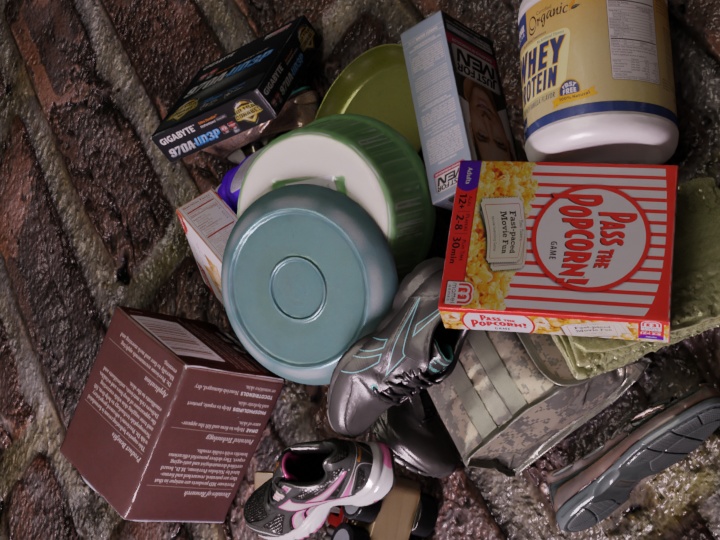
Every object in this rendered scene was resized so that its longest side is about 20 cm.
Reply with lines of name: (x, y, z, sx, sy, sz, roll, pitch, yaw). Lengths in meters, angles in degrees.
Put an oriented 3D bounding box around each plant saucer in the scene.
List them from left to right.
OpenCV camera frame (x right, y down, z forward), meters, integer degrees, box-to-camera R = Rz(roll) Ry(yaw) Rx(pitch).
plant saucer: (-0.058, 0.017, 1.148, 0.197, 0.027, 0.204, 4, 99, 24)
plant saucer: (0.017, -0.162, 1.343, 0.198, 0.031, 0.203, -20, 61, 41)

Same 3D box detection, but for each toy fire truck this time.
toy fire truck: (-0.034, 0.291, 1.254, 0.199, 0.127, 0.179, 4, 77, 62)

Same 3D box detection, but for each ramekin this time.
ramekin: (-0.030, -0.057, 1.192, 0.197, 0.097, 0.203, 4, 100, 23)

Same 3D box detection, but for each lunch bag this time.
lunch bag: (0.161, 0.074, 1.116, 0.200, 0.117, 0.165, -42, 54, 20)

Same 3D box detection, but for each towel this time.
towel: (0.254, 0.004, 1.045, 0.198, 0.037, 0.150, -22, 61, 3)

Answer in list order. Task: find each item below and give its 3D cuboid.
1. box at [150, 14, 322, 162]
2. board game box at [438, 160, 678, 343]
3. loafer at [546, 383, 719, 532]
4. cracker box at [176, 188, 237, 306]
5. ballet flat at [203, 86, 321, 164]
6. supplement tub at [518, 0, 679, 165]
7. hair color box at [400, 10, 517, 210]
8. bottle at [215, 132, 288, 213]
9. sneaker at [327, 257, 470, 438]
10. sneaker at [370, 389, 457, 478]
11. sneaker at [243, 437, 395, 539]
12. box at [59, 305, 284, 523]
box: (-0.156, -0.227, 1.464, 0.198, 0.046, 0.160, -16, 35, 39)
board game box: (0.177, -0.020, 1.030, 0.197, 0.046, 0.154, 2, 64, 16)
loafer: (0.242, 0.159, 1.055, 0.200, 0.071, 0.063, -47, 47, 27)
cracker box: (-0.137, 0.012, 1.385, 0.057, 0.135, 0.200, -31, 49, -15)
ballet flat: (-0.126, -0.167, 1.468, 0.198, 0.068, 0.068, -19, 95, 40)
supplement tub: (0.222, -0.199, 1.101, 0.143, 0.143, 0.203, -13, 71, 39)
hair color box: (0.108, -0.160, 1.226, 0.060, 0.098, 0.203, -24, 65, 35)
bottle: (-0.121, -0.106, 1.414, 0.199, 0.065, 0.084, -19, 34, 59)
sneaker: (0.039, 0.084, 1.094, 0.201, 0.075, 0.079, -57, 45, 14)
sneaker: (0.043, 0.123, 1.207, 0.091, 0.076, 0.201, -40, 83, 24)
sneaker: (-0.060, 0.209, 1.176, 0.199, 0.086, 0.081, -35, 43, 35)
box: (-0.229, 0.175, 1.409, 0.165, 0.163, 0.202, 32, 102, 41)
